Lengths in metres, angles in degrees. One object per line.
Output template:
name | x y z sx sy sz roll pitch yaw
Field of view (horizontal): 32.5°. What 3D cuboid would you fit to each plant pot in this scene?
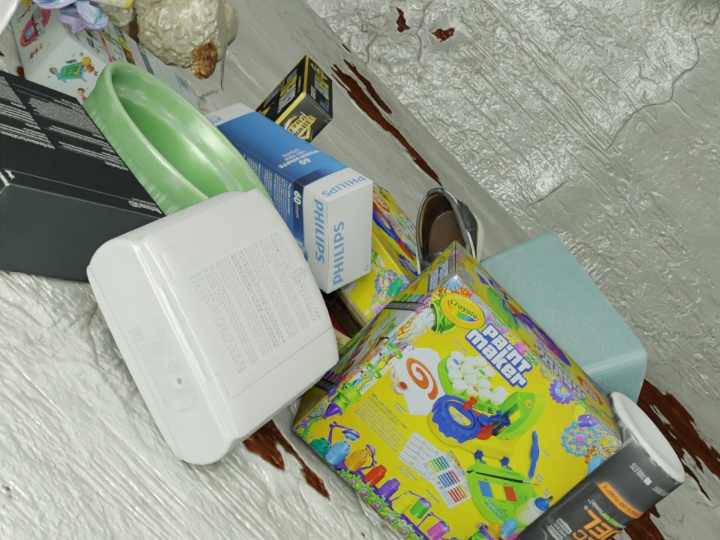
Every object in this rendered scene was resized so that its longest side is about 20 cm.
plant pot | 0.141 0.111 1.254 0.197 0.198 0.196 93 -24 -43

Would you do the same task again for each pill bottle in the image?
pill bottle | 0.197 0.215 1.167 0.106 0.200 0.106 43 17 -16

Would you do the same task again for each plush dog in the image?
plush dog | -0.237 -0.283 1.384 0.200 0.170 0.162 86 10 -62

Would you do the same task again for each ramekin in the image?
ramekin | -0.175 -0.075 1.075 0.200 0.098 0.200 44 14 -14

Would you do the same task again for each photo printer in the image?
photo printer | -0.096 0.030 0.916 0.167 0.069 0.200 64 29 -5

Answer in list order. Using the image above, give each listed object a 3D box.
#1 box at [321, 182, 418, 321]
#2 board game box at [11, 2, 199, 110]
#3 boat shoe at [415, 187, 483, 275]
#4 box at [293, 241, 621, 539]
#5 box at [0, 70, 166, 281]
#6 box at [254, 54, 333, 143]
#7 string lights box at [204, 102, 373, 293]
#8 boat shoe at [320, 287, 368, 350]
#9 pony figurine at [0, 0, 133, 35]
box | 0.000 0.000 1.347 0.200 0.122 0.192 54 15 26
board game box | -0.249 -0.190 1.251 0.200 0.064 0.148 38 15 -39
boat shoe | 0.081 0.012 1.191 0.068 0.071 0.201 53 32 -48
box | 0.083 0.122 1.070 0.200 0.193 0.122 45 14 -7
box | -0.247 -0.071 0.887 0.141 0.079 0.200 48 13 19
box | -0.100 -0.153 1.396 0.049 0.160 0.200 43 15 -16
string lights box | -0.075 -0.073 1.185 0.059 0.103 0.200 -26 44 -34
boat shoe | -0.047 0.022 1.206 0.074 0.067 0.200 -20 61 -44
pony figurine | -0.286 -0.268 1.054 0.199 0.193 0.167 8 37 -55
